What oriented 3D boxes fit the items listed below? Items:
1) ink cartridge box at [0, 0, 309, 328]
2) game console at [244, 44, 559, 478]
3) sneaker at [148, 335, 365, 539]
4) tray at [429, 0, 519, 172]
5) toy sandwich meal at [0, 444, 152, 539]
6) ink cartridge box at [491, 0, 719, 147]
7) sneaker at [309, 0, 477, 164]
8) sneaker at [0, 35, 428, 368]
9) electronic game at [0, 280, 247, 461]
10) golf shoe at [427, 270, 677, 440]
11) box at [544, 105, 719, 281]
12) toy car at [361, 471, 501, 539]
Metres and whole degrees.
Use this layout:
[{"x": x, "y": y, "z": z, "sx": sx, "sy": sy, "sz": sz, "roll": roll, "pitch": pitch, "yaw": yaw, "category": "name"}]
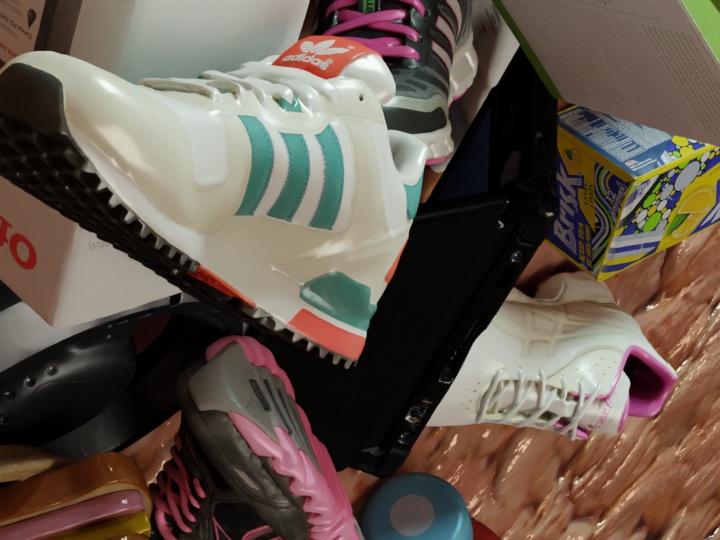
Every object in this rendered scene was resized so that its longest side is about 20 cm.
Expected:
[{"x": -0.095, "y": -0.102, "z": 0.915, "sx": 0.083, "sy": 0.145, "sz": 0.200, "roll": -20, "pitch": 140, "yaw": -43, "category": "ink cartridge box"}, {"x": 0.000, "y": 0.000, "z": 1.254, "sx": 0.200, "sy": 0.116, "sz": 0.176, "roll": 120, "pitch": -19, "yaw": -44, "category": "game console"}, {"x": -0.058, "y": 0.096, "z": 1.173, "sx": 0.095, "sy": 0.079, "sz": 0.200, "roll": -21, "pitch": 152, "yaw": 1, "category": "sneaker"}, {"x": 0.053, "y": -0.119, "z": 1.266, "sx": 0.107, "sy": 0.022, "sz": 0.200, "roll": -46, "pitch": 153, "yaw": -7, "category": "tray"}, {"x": -0.174, "y": 0.140, "z": 1.122, "sx": 0.205, "sy": 0.070, "sz": 0.205, "roll": -27, "pitch": 162, "yaw": -10, "category": "toy sandwich meal"}, {"x": 0.123, "y": -0.127, "z": 1.116, "sx": 0.076, "sy": 0.200, "sz": 0.148, "roll": -44, "pitch": 121, "yaw": -14, "category": "ink cartridge box"}, {"x": 0.006, "y": -0.097, "z": 1.096, "sx": 0.200, "sy": 0.074, "sz": 0.087, "roll": -59, "pitch": 148, "yaw": -67, "category": "sneaker"}, {"x": -0.041, "y": -0.042, "z": 0.859, "sx": 0.093, "sy": 0.070, "sz": 0.200, "roll": -62, "pitch": 146, "yaw": -6, "category": "sneaker"}, {"x": -0.128, "y": 0.043, "z": 1.117, "sx": 0.200, "sy": 0.042, "sz": 0.200, "roll": -26, "pitch": 162, "yaw": -10, "category": "electronic game"}, {"x": 0.093, "y": 0.053, "z": 1.471, "sx": 0.200, "sy": 0.092, "sz": 0.075, "roll": -15, "pitch": 138, "yaw": -48, "category": "golf shoe"}, {"x": 0.174, "y": -0.066, "z": 1.474, "sx": 0.200, "sy": 0.064, "sz": 0.070, "roll": -23, "pitch": 142, "yaw": -42, "category": "box"}, {"x": 0.060, "y": 0.248, "z": 1.541, "sx": 0.177, "sy": 0.200, "sz": 0.184, "roll": -44, "pitch": 153, "yaw": -14, "category": "toy car"}]
